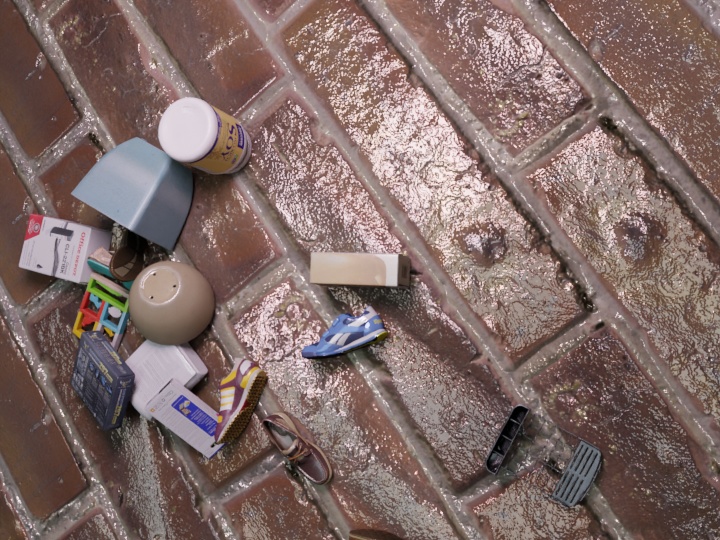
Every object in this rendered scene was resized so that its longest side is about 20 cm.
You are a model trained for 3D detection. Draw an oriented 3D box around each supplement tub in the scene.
[{"bbox_3d":[-0.351,-0.303,1.623,0.145,0.200,0.146,-1,86,19],"label":"supplement tub"}]

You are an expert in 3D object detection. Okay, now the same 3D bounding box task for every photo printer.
[{"bbox_3d":[-0.485,0.250,1.696,0.200,0.069,0.166,-45,74,11],"label":"photo printer"}]

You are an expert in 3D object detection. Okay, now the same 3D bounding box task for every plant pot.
[{"bbox_3d":[-0.446,0.057,1.625,0.200,0.134,0.200,1,67,-2],"label":"plant pot"},{"bbox_3d":[-0.516,-0.195,1.684,0.196,0.196,0.200,29,85,18],"label":"plant pot"}]

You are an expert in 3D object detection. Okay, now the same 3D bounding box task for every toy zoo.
[{"bbox_3d":[-0.649,0.123,1.769,0.131,0.020,0.200,28,105,14],"label":"toy zoo"}]

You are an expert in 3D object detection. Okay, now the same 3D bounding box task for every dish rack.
[{"bbox_3d":[0.369,0.375,1.408,0.200,0.055,0.154,28,96,18],"label":"dish rack"}]

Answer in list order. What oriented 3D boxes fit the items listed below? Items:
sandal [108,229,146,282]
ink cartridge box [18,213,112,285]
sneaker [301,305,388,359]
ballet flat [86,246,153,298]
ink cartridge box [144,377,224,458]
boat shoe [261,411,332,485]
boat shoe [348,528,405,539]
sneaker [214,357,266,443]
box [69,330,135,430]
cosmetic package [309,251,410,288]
[{"bbox_3d":[-0.568,-0.032,1.696,0.055,0.082,0.200,-33,34,15],"label":"sandal"},{"bbox_3d":[-0.754,-0.054,1.802,0.200,0.084,0.144,13,91,18],"label":"ink cartridge box"},{"bbox_3d":[-0.041,0.142,1.556,0.200,0.074,0.082,-21,78,9],"label":"sneaker"},{"bbox_3d":[-0.577,0.001,1.743,0.200,0.068,0.067,33,55,-1],"label":"ballet flat"},{"bbox_3d":[-0.397,0.348,1.651,0.095,0.037,0.200,-44,104,11],"label":"ink cartridge box"},{"bbox_3d":[-0.147,0.400,1.570,0.072,0.072,0.200,-45,74,11],"label":"boat shoe"},{"bbox_3d":[0.066,0.598,1.484,0.200,0.072,0.068,10,87,16],"label":"boat shoe"},{"bbox_3d":[-0.296,0.301,1.634,0.090,0.075,0.200,28,89,26],"label":"sneaker"},{"bbox_3d":[-0.627,0.263,1.704,0.200,0.051,0.158,36,116,35],"label":"box"},{"bbox_3d":[0.000,0.000,1.534,0.200,0.105,0.071,1,87,20],"label":"cosmetic package"}]
